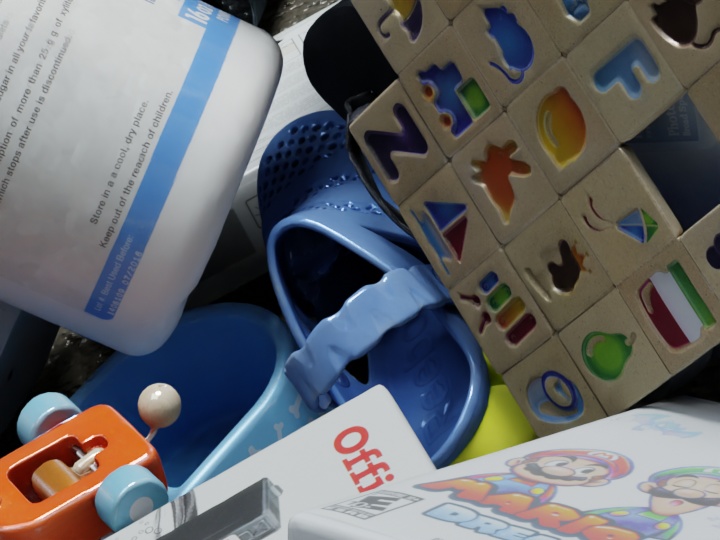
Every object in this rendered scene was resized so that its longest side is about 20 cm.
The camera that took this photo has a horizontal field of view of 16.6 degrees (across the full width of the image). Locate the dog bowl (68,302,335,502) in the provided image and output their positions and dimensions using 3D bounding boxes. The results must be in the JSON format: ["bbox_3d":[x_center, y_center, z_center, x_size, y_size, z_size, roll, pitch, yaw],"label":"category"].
[{"bbox_3d":[-0.084,0.089,0.899,0.111,0.050,0.200,13,52,44],"label":"dog bowl"}]

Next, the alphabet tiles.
[{"bbox_3d":[0.056,-0.060,0.776,0.008,0.201,0.167,-23,-13,-41],"label":"alphabet tiles"}]

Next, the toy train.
[{"bbox_3d":[-0.155,0.073,0.869,0.150,0.056,0.200,-34,40,-24],"label":"toy train"}]

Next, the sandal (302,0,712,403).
[{"bbox_3d":[0.039,-0.029,0.840,0.043,0.076,0.200,-30,53,-23],"label":"sandal"}]

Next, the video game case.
[{"bbox_3d":[0.111,0.076,0.677,0.199,0.024,0.181,10,16,44],"label":"video game case"}]

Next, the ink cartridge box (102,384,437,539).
[{"bbox_3d":[-0.040,0.145,0.764,0.199,0.084,0.144,-28,34,-3],"label":"ink cartridge box"}]

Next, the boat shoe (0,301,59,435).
[{"bbox_3d":[-0.182,0.036,0.972,0.090,0.071,0.201,19,59,8],"label":"boat shoe"}]

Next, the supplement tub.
[{"bbox_3d":[-0.140,-0.064,0.897,0.132,0.199,0.133,-156,90,-83],"label":"supplement tub"}]

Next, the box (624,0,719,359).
[{"bbox_3d":[0.132,-0.079,0.816,0.123,0.201,0.198,-32,30,-27],"label":"box"}]

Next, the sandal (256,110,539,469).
[{"bbox_3d":[0.000,0.000,0.894,0.080,0.087,0.200,-47,37,14],"label":"sandal"}]

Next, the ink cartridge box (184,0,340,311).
[{"bbox_3d":[-0.044,-0.052,1.081,0.161,0.050,0.200,-28,16,1],"label":"ink cartridge box"}]

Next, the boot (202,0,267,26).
[{"bbox_3d":[-0.121,-0.182,1.206,0.199,0.077,0.169,16,41,10],"label":"boot"}]
